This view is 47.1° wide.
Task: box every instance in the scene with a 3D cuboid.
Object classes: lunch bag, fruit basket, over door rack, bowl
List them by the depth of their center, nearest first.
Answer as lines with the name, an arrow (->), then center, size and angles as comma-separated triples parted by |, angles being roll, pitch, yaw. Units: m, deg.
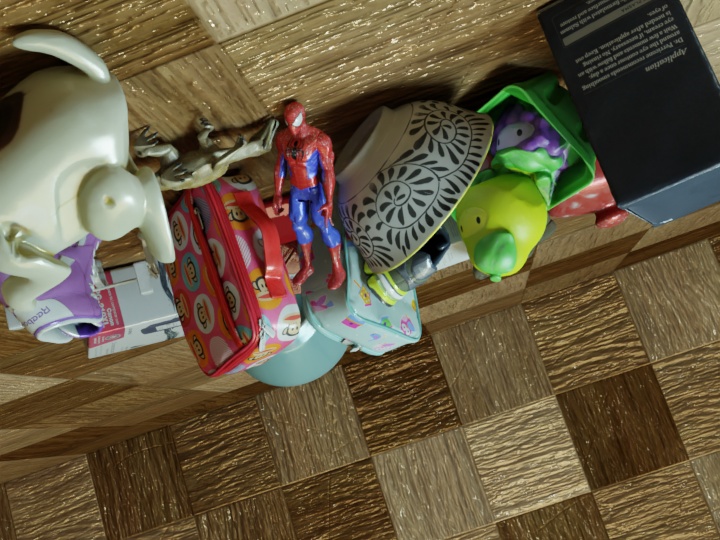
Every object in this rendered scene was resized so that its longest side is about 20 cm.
bowl -> 0.034, -0.105, 0.840 | 0.201, 0.094, 0.201 | -49, -164, 20
lunch bag -> -0.136, 0.002, 0.885 | 0.082, 0.200, 0.176 | -11, 163, -38
fruit basket -> 0.151, -0.094, 0.905 | 0.216, 0.156, 0.216 | -42, -175, 4
over door rack -> -0.303, 0.003, 0.920 | 0.148, 0.067, 0.200 | -16, -172, -9
lunch bag -> 0.000, 0.000, 0.973 | 0.077, 0.200, 0.160 | -22, 149, 29
bowl -> -0.114, 0.062, 1.212 | 0.201, 0.201, 0.105 | -19, 159, 1

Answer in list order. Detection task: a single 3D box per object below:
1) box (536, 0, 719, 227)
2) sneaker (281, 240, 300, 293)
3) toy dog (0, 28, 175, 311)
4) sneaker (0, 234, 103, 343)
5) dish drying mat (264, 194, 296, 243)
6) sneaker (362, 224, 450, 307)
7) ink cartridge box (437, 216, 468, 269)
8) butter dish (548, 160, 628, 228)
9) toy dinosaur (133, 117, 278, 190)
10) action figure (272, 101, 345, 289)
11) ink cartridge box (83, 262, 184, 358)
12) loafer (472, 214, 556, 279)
box -> 0.280, -0.160, 0.788 | 0.117, 0.200, 0.197 | -24, 167, 25
sneaker -> -0.096, -0.020, 1.143 | 0.200, 0.116, 0.078 | 26, 109, -25
toy dog -> -0.252, -0.055, 0.576 | 0.200, 0.140, 0.194 | -23, 148, -20
sneaker -> -0.280, 0.009, 0.787 | 0.073, 0.114, 0.200 | -32, -170, 15
dish drying mat -> -0.125, -0.056, 1.030 | 0.200, 0.018, 0.077 | -16, 143, -4
sneaker -> 0.067, -0.039, 0.947 | 0.081, 0.074, 0.200 | -23, -149, 29
ink cartridge box -> 0.047, -0.048, 1.107 | 0.200, 0.116, 0.067 | -19, 155, 5
butter dish -> 0.311, -0.128, 1.099 | 0.199, 0.148, 0.200 | -18, 168, 0
toy dinosaur -> -0.168, -0.092, 0.764 | 0.200, 0.058, 0.101 | -19, 169, 3
action figure -> -0.052, -0.071, 0.816 | 0.065, 0.200, 0.052 | 10, -145, 24
ink cartridge box -> -0.280, 0.045, 1.131 | 0.200, 0.084, 0.145 | -13, 167, -22
loafer -> 0.189, -0.046, 1.065 | 0.076, 0.067, 0.200 | -28, -177, 34
